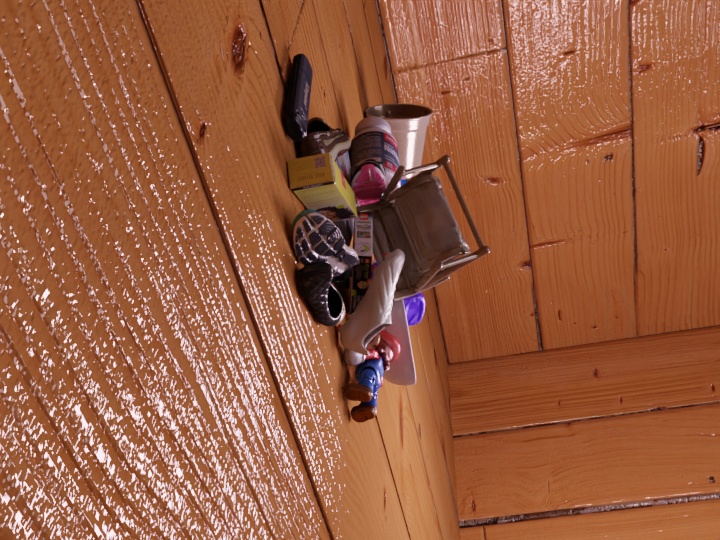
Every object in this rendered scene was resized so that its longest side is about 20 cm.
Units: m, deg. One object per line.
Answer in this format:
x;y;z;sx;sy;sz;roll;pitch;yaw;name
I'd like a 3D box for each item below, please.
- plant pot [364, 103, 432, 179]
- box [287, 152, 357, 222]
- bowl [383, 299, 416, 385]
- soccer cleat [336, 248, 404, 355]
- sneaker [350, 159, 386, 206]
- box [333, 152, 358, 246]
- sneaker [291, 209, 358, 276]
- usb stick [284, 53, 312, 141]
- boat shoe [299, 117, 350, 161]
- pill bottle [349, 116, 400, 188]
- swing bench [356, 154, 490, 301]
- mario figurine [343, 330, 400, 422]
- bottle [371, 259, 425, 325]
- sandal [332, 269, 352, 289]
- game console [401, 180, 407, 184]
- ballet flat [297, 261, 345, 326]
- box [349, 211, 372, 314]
0.110;-0.371;2.325;0.201;0.196;0.187;-77;168;-67;plant pot
-0.058;-0.130;1.314;0.200;0.074;0.051;48;33;-72;box
0.052;0.131;1.651;0.200;0.073;0.204;-137;-144;-76;bowl
0.035;0.058;1.430;0.202;0.077;0.069;-58;159;-8;soccer cleat
0.015;-0.186;1.593;0.200;0.072;0.089;64;18;-75;sneaker
-0.042;-0.150;1.539;0.201;0.040;0.159;-79;159;-68;box
-0.068;-0.049;1.249;0.080;0.077;0.200;56;2;22;sneaker
-0.101;-0.288;1.319;0.202;0.032;0.056;-89;167;-46;usb stick
-0.063;-0.231;1.390;0.203;0.073;0.076;-73;147;-69;boat shoe
0.031;-0.259;1.863;0.120;0.117;0.203;70;14;-50;pill bottle
0.109;-0.076;1.507;0.200;0.128;0.202;-38;-108;57;swing bench
0.005;0.187;1.490;0.124;0.105;0.201;-62;-177;35;mario figurine
0.073;0.042;1.794;0.200;0.064;0.085;-131;-140;-50;bottle
-0.034;-0.012;1.431;0.200;0.047;0.077;33;50;-78;sandal
0.094;-0.270;2.589;0.170;0.117;0.203;30;43;-37;game console
-0.050;0.042;1.254;0.200;0.056;0.068;60;24;-67;ballet flat
0.000;0.000;1.512;0.202;0.034;0.111;94;-3;-49;box
